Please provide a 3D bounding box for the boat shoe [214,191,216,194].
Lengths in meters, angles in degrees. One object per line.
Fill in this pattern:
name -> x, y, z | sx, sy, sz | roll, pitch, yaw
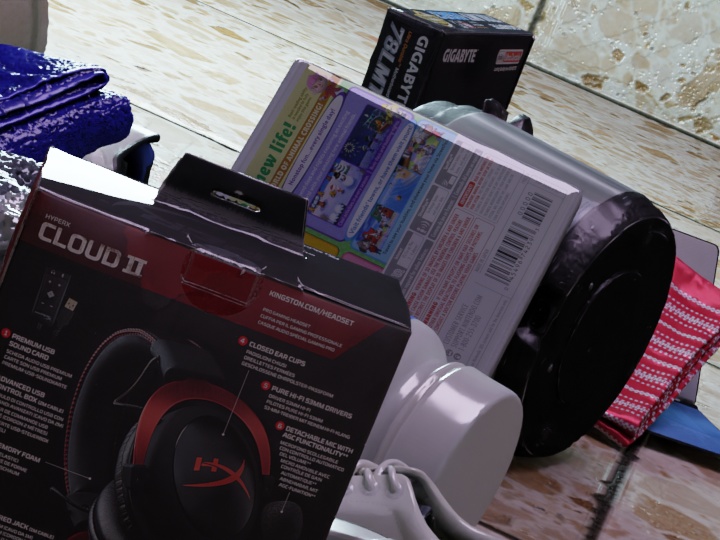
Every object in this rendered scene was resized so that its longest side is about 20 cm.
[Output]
boat shoe -> -0.089, -0.020, 1.603 | 0.072, 0.065, 0.200 | 22, 11, 4

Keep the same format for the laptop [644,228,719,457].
laptop -> 0.173, 0.027, 1.766 | 0.186, 0.201, 0.116 | 19, -24, -16

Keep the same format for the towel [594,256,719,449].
towel -> 0.163, 0.028, 1.732 | 0.144, 0.023, 0.200 | 37, 37, 10

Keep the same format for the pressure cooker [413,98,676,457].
pressure cooker -> 0.067, -0.006, 1.560 | 0.199, 0.180, 0.176 | 29, 17, 26

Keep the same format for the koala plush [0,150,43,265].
koala plush -> -0.200, -0.015, 1.170 | 0.200, 0.178, 0.184 | 36, 55, 26

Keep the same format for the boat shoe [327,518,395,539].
boat shoe -> -0.036, 0.122, 1.085 | 0.199, 0.071, 0.064 | 21, 13, 2

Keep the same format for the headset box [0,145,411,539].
headset box -> -0.078, 0.057, 0.976 | 0.148, 0.201, 0.075 | 20, 12, -8

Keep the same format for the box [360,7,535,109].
box -> 0.036, -0.075, 1.745 | 0.049, 0.200, 0.200 | 25, 12, 16

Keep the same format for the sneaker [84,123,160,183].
sneaker -> -0.196, -0.082, 1.678 | 0.115, 0.081, 0.200 | 20, 19, -28

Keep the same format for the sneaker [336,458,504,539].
sneaker -> 0.000, 0.115, 1.174 | 0.199, 0.071, 0.073 | 24, 12, 4

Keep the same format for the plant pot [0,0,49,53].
plant pot -> -0.316, -0.150, 1.520 | 0.200, 0.202, 0.183 | 29, 25, 28

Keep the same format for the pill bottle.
pill bottle -> -0.029, 0.057, 1.272 | 0.199, 0.114, 0.114 | 28, 13, 21

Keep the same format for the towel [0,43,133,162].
towel -> -0.238, -0.077, 1.402 | 0.199, 0.050, 0.147 | -24, 32, -38

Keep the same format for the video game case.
video game case -> 0.000, 0.000, 1.430 | 0.181, 0.201, 0.022 | 25, -24, 9
